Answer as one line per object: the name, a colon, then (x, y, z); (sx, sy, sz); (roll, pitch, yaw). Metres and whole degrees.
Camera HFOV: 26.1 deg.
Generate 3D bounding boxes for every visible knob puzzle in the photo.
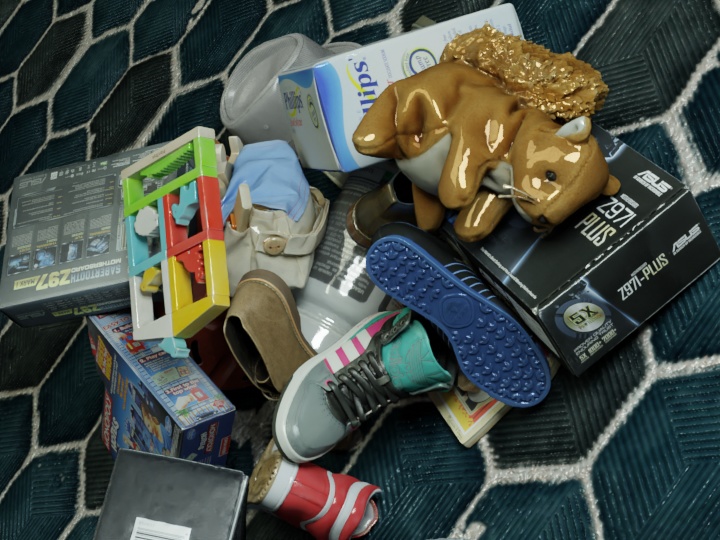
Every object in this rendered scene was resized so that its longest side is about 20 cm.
knob puzzle: (0.124, 0.036, 1.415); (0.219, 0.030, 0.221); (-29, 42, 30)

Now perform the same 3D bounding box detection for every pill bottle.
pill bottle: (0.000, 0.000, 1.512); (0.113, 0.113, 0.201); (15, 71, 52)

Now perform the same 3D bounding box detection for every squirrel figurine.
squirrel figurine: (0.130, -0.119, 1.288); (0.186, 0.142, 0.201); (12, 59, 39)

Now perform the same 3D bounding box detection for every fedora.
fedora: (-0.090, -0.209, 1.804); (0.200, 0.090, 0.178); (-35, 40, 23)

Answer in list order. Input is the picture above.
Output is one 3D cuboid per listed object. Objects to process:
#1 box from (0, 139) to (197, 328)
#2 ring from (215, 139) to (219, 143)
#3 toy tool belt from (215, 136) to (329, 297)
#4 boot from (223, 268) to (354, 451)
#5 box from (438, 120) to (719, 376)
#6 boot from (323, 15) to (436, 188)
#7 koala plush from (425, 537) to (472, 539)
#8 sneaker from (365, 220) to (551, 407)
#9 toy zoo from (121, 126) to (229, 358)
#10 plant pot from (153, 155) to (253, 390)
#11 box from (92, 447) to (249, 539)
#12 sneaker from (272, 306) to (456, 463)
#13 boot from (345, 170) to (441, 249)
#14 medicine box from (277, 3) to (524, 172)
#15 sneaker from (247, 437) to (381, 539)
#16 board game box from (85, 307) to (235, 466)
box: (-0.263, -0.036, 1.564); (0.199, 0.051, 0.159); (-12, 57, 19)
ring: (-0.234, -0.078, 1.918); (0.200, 0.019, 0.201); (-28, 43, 29)
toy tool belt: (-0.095, -0.074, 1.480); (0.124, 0.124, 0.201); (-11, 36, 5)
boot: (-0.071, 0.101, 1.431); (0.073, 0.201, 0.076); (-12, 31, 29)
box: (0.181, -0.031, 1.334); (0.163, 0.086, 0.200); (-38, 36, -3)
boot: (0.036, -0.170, 1.650); (0.200, 0.073, 0.182); (-45, 22, 0)
koala plush: (0.097, 0.306, 1.120); (0.177, 0.183, 0.201); (-12, 64, 42)
sneaker: (0.089, 0.031, 1.336); (0.070, 0.200, 0.078); (-43, 7, 21)
toy zoo: (-0.172, -0.017, 1.435); (0.131, 0.020, 0.202); (-24, 67, 44)
plant pot: (-0.155, 0.009, 1.624); (0.201, 0.200, 0.195); (-47, 44, 7)
box: (-0.178, 0.295, 1.376); (0.123, 0.197, 0.201); (11, 59, 3)
sneaker: (0.018, 0.095, 1.364); (0.120, 0.084, 0.200); (-17, 21, 47)
boot: (0.089, -0.077, 1.431); (0.199, 0.075, 0.097); (-23, -8, -22)
medicine box: (0.040, -0.169, 1.458); (0.199, 0.104, 0.182); (-19, 8, -11)
sneaker: (-0.045, 0.210, 1.438); (0.072, 0.112, 0.200); (-65, 6, -5)
board game box: (-0.209, 0.136, 1.557); (0.200, 0.061, 0.201); (53, 147, 30)
